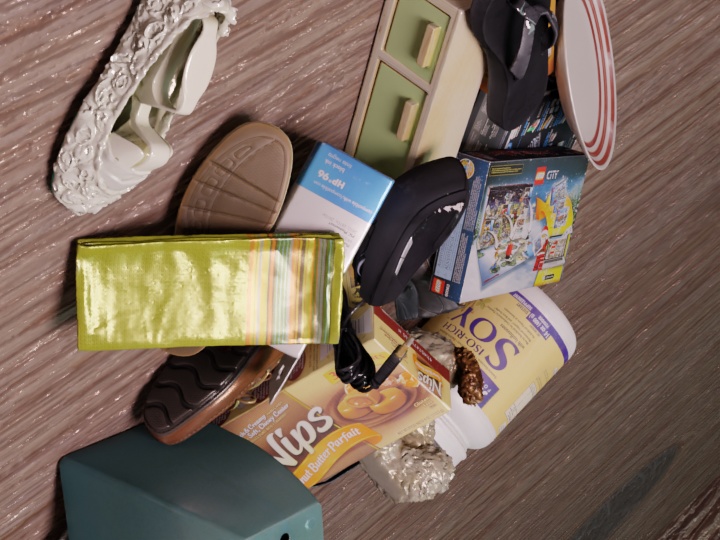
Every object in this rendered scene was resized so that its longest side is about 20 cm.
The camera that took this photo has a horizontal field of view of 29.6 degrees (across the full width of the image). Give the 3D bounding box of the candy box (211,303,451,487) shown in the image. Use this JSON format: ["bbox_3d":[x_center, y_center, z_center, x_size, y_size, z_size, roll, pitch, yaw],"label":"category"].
[{"bbox_3d":[-0.030,0.122,1.243,0.200,0.055,0.115,-31,123,24],"label":"candy box"}]

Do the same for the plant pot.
[{"bbox_3d":[-0.130,0.224,1.150,0.141,0.200,0.142,-20,113,-45],"label":"plant pot"}]

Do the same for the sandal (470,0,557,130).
[{"bbox_3d":[0.133,-0.181,1.085,0.076,0.043,0.200,-45,153,-12],"label":"sandal"}]

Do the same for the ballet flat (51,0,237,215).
[{"bbox_3d":[-0.143,-0.110,0.903,0.072,0.072,0.200,-3,128,-57],"label":"ballet flat"}]

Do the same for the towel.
[{"bbox_3d":[-0.110,0.016,1.014,0.199,0.018,0.086,-2,100,-14],"label":"towel"}]

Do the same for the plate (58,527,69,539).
[{"bbox_3d":[-0.232,0.255,1.277,0.200,0.026,0.200,-38,151,-26],"label":"plate"}]

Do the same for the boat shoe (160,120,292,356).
[{"bbox_3d":[-0.110,-0.030,1.069,0.065,0.072,0.200,-87,-160,-71],"label":"boat shoe"}]

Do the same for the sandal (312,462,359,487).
[{"bbox_3d":[-0.037,0.213,1.511,0.200,0.043,0.076,-23,142,-44],"label":"sandal"}]

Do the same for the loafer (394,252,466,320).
[{"bbox_3d":[0.067,-0.016,1.326,0.200,0.072,0.073,81,10,-64],"label":"loafer"}]

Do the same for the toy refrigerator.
[{"bbox_3d":[0.048,-0.153,1.139,0.070,0.076,0.200,-25,145,-41],"label":"toy refrigerator"}]

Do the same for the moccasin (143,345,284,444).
[{"bbox_3d":[-0.109,0.078,1.202,0.201,0.074,0.078,-50,148,-25],"label":"moccasin"}]

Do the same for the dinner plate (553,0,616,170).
[{"bbox_3d":[0.212,-0.195,1.298,0.200,0.024,0.201,-5,90,-66],"label":"dinner plate"}]

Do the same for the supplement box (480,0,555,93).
[{"bbox_3d":[0.125,-0.234,1.168,0.069,0.067,0.200,-39,151,-19],"label":"supplement box"}]

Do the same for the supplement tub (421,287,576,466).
[{"bbox_3d":[0.126,0.106,1.517,0.200,0.145,0.145,-45,153,-12],"label":"supplement tub"}]

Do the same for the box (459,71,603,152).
[{"bbox_3d":[0.155,-0.114,1.391,0.159,0.046,0.200,-21,141,-45],"label":"box"}]

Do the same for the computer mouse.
[{"bbox_3d":[0.022,0.003,1.112,0.046,0.141,0.200,20,125,-32],"label":"computer mouse"}]

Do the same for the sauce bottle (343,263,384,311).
[{"bbox_3d":[0.000,0.000,1.273,0.065,0.065,0.200,-41,152,-19],"label":"sauce bottle"}]

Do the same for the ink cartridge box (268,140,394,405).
[{"bbox_3d":[-0.053,-0.002,1.100,0.200,0.068,0.116,-62,-174,3],"label":"ink cartridge box"}]

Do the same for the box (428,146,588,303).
[{"bbox_3d":[0.148,-0.049,1.328,0.200,0.038,0.137,-9,114,-53],"label":"box"}]

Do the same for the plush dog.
[{"bbox_3d":[0.027,0.118,1.381,0.172,0.200,0.161,-39,126,-38],"label":"plush dog"}]
